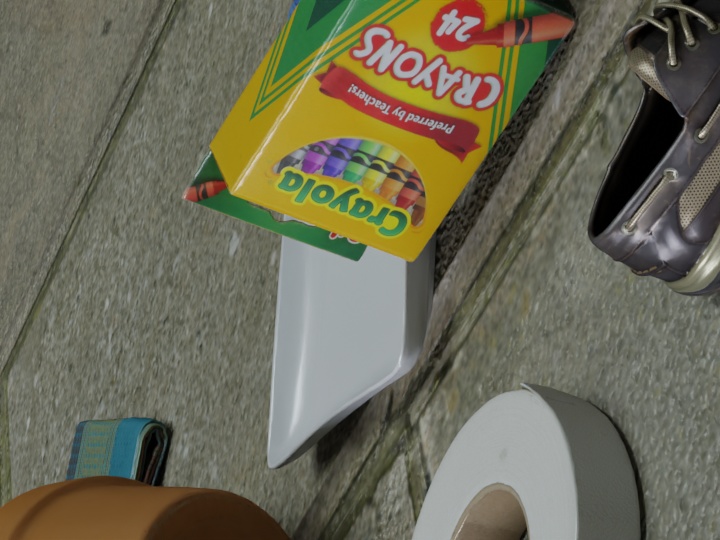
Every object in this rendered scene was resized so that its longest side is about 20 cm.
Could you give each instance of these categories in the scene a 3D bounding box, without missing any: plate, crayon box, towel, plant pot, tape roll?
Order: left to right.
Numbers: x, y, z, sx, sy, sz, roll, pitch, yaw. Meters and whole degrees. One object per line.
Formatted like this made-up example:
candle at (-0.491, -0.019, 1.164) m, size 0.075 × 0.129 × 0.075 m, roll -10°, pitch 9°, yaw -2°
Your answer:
towel at (-0.189, 0.180, 2.074) m, size 0.200 × 0.022 × 0.147 m, roll 171°, pitch 112°, yaw -70°
plant pot at (-0.122, 0.208, 1.664) m, size 0.140 × 0.200 × 0.201 m, roll -23°, pitch 55°, yaw 46°
plate at (0.000, 0.000, 1.673) m, size 0.200 × 0.032 × 0.200 m, roll 139°, pitch 139°, yaw -57°
crayon box at (0.008, -0.087, 1.522) m, size 0.200 × 0.127 × 0.051 m, roll -57°, pitch 34°, yaw 22°
tape roll at (0.073, 0.158, 1.378) m, size 0.203 × 0.037 × 0.204 m, roll -166°, pitch 90°, yaw -70°

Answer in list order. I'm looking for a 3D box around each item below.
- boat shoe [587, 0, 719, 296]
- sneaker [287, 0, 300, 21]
boat shoe at (0.157, -0.087, 1.259) m, size 0.074 × 0.073 × 0.201 m, roll -139°, pitch 65°, yaw -67°
sneaker at (-0.002, -0.137, 1.720) m, size 0.200 × 0.078 × 0.089 m, roll -144°, pitch 64°, yaw -77°
